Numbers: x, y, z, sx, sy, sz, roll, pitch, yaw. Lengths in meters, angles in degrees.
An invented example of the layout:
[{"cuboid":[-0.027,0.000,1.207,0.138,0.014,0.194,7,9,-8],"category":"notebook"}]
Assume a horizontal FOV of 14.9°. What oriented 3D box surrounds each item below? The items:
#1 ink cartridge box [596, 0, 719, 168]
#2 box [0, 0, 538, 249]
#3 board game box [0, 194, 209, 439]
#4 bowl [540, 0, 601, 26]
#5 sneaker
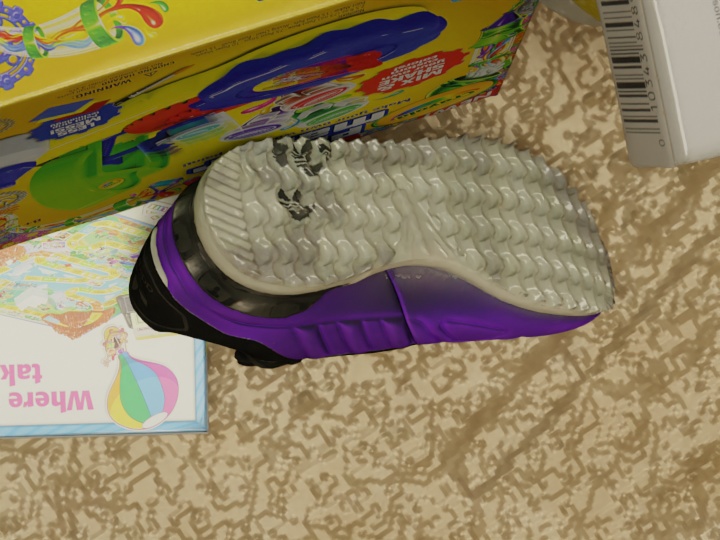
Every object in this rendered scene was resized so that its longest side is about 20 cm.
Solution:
[{"cuboid":[0.157,-0.151,0.882,0.200,0.041,0.200,-16,98,-20],"category":"ink cartridge box"},{"cuboid":[-0.054,-0.110,0.931,0.200,0.193,0.122,-18,81,-7],"category":"box"},{"cuboid":[-0.158,-0.004,1.040,0.200,0.034,0.135,-1,98,-4],"category":"board game box"},{"cuboid":[0.106,-0.147,0.988,0.200,0.200,0.108,43,134,-9],"category":"bowl"},{"cuboid":[0.000,-0.001,1.026,0.200,0.100,0.070,6,60,-37],"category":"sneaker"}]
